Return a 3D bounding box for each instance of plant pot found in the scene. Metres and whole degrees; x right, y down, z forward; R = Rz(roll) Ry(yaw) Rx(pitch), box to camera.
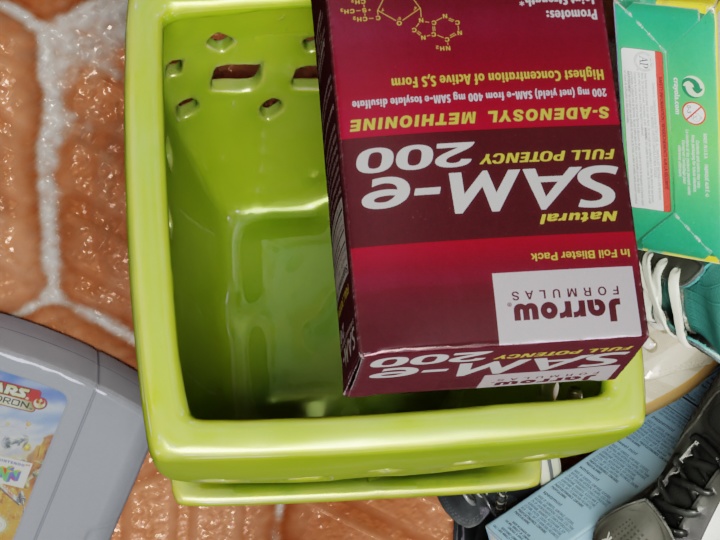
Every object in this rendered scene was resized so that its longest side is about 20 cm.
[{"bbox_3d":[0.000,0.000,0.803,0.197,0.201,0.182,-3,161,-7],"label":"plant pot"}]

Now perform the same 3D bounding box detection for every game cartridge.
[{"bbox_3d":[-0.207,0.080,0.936,0.198,0.042,0.134,16,124,-18],"label":"game cartridge"}]

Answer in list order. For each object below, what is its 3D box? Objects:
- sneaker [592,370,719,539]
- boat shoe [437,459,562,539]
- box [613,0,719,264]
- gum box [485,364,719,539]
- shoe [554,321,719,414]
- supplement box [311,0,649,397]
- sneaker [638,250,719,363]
[{"bbox_3d":[0.155,0.121,0.870,0.090,0.067,0.202,-10,130,-27],"label":"sneaker"},{"bbox_3d":[0.068,0.103,0.969,0.062,0.075,0.201,-14,130,-6],"label":"boat shoe"},{"bbox_3d":[0.167,-0.106,0.792,0.048,0.200,0.118,11,127,29],"label":"box"},{"bbox_3d":[0.170,0.150,0.981,0.199,0.044,0.171,-31,128,-18],"label":"gum box"},{"bbox_3d":[0.173,0.002,0.917,0.199,0.070,0.053,-35,135,5],"label":"shoe"},{"bbox_3d":[0.039,-0.059,0.700,0.107,0.202,0.061,-4,163,-7],"label":"supplement box"},{"bbox_3d":[0.133,-0.002,0.830,0.079,0.200,0.072,-14,112,-2],"label":"sneaker"}]
